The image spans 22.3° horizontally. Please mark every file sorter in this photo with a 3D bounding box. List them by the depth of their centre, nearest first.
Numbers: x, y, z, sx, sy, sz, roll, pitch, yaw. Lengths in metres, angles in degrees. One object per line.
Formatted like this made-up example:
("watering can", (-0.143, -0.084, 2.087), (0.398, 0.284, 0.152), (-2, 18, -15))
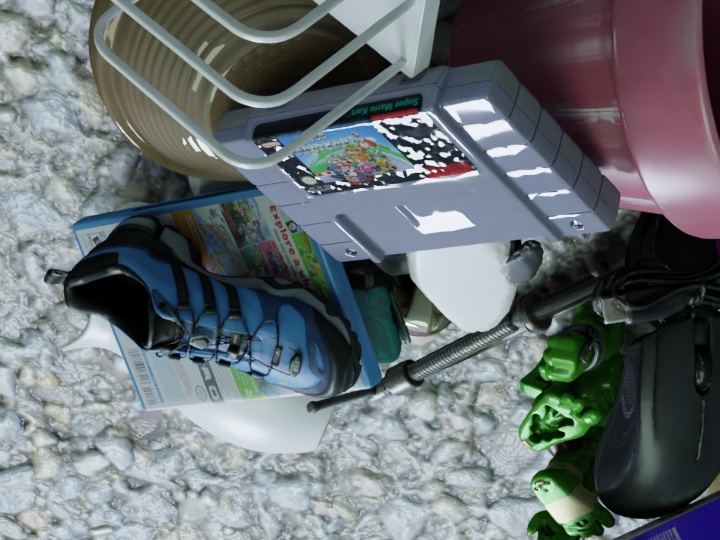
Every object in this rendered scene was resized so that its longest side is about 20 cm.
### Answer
("file sorter", (-0.047, -0.168, 0.848), (0.139, 0.124, 0.200), (40, 151, 20))

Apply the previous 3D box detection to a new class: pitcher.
("pitcher", (-0.100, 0.039, 1.296), (0.200, 0.121, 0.172), (25, 145, 1))

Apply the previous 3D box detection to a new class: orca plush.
("orca plush", (0.051, -0.046, 1.121), (0.105, 0.071, 0.200), (-14, 138, 30))

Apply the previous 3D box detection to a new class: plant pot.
("plant pot", (0.157, -0.116, 1.038), (0.179, 0.200, 0.200), (-2, 137, 37))
("plant pot", (-0.055, -0.121, 1.083), (0.200, 0.093, 0.201), (-11, 132, -13))

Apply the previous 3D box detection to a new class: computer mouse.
("computer mouse", (0.207, 0.087, 1.196), (0.138, 0.053, 0.200), (-9, 120, -27))

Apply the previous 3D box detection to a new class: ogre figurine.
("ogre figurine", (0.155, 0.100, 1.289), (0.098, 0.120, 0.200), (-5, 124, 30))

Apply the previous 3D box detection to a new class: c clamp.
("c clamp", (0.085, 0.049, 1.246), (0.200, 0.171, 0.027), (-29, 82, 36))

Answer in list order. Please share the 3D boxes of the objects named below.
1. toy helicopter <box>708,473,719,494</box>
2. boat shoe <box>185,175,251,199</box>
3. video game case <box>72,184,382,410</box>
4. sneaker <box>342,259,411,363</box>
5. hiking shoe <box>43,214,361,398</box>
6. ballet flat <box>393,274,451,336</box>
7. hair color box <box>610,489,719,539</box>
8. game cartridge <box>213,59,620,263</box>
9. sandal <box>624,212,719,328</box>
("toy helicopter", (0.294, 0.127, 1.343), (0.132, 0.079, 0.200), (-4, 145, 5))
("boat shoe", (-0.099, -0.099, 1.192), (0.072, 0.066, 0.200), (-30, 133, -2))
("video game case", (-0.091, 0.019, 1.198), (0.200, 0.018, 0.143), (-8, 108, 37))
("sneaker", (0.000, 0.000, 1.194), (0.083, 0.121, 0.200), (-2, 160, -19))
("hiking shoe", (-0.096, 0.038, 1.142), (0.200, 0.087, 0.075), (23, 125, 22))
("ballet flat", (0.050, -0.003, 1.251), (0.069, 0.071, 0.200), (12, 137, -7))
("hair color box", (0.209, 0.201, 1.245), (0.200, 0.065, 0.109), (-23, 171, -19))
("game cartridge", (0.026, -0.055, 1.001), (0.200, 0.038, 0.130), (-6, 148, 41))
("sandal", (0.216, -0.019, 1.212), (0.075, 0.048, 0.201), (6, 136, 7))
